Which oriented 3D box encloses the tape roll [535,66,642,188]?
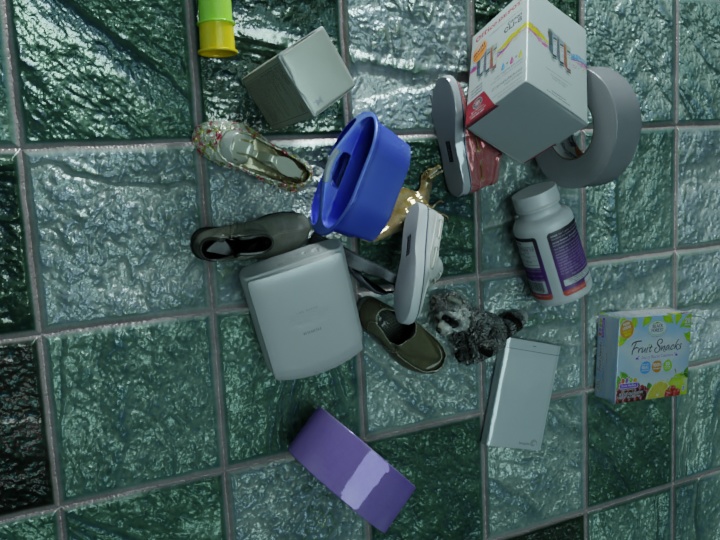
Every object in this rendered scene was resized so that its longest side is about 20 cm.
[{"bbox_3d":[0.385,-0.247,1.258,0.065,0.199,0.206,-9,100,-29],"label":"tape roll"}]

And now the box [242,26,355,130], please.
[{"bbox_3d":[-0.093,-0.268,1.036,0.077,0.199,0.096,-37,109,-16],"label":"box"}]

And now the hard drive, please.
[{"bbox_3d":[0.303,0.232,1.369,0.129,0.027,0.205,10,92,-25],"label":"hard drive"}]

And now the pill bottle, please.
[{"bbox_3d":[0.340,-0.050,1.309,0.110,0.111,0.204,-26,106,-19],"label":"pill bottle"}]

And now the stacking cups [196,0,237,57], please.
[{"bbox_3d":[-0.208,-0.416,1.043,0.059,0.060,0.206,-3,97,-24],"label":"stacking cups"}]

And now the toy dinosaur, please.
[{"bbox_3d":[0.083,-0.087,1.228,0.101,0.058,0.200,45,70,-7],"label":"toy dinosaur"}]

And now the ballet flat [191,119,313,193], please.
[{"bbox_3d":[-0.154,-0.175,1.093,0.196,0.064,0.077,18,89,-25],"label":"ballet flat"}]

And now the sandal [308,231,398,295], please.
[{"bbox_3d":[0.000,0.000,1.183,0.197,0.076,0.044,27,92,-14],"label":"sandal"}]

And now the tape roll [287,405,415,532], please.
[{"bbox_3d":[-0.014,0.309,1.135,0.200,0.199,0.086,43,78,-22],"label":"tape roll"}]

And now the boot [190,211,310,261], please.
[{"bbox_3d":[-0.149,-0.041,1.073,0.196,0.130,0.070,-12,101,-23],"label":"boot"}]

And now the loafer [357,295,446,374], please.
[{"bbox_3d":[0.075,0.118,1.227,0.198,0.069,0.076,34,82,-24],"label":"loafer"}]

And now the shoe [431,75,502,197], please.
[{"bbox_3d":[0.184,-0.235,1.244,0.089,0.071,0.205,-18,106,-26],"label":"shoe"}]

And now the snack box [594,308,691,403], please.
[{"bbox_3d":[0.569,0.168,1.463,0.195,0.067,0.173,-1,96,-26],"label":"snack box"}]

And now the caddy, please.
[{"bbox_3d":[-0.010,-0.142,1.122,0.104,0.141,0.204,24,85,-29],"label":"caddy"}]

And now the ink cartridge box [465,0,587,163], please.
[{"bbox_3d":[0.273,-0.317,1.194,0.142,0.145,0.204,24,58,-26],"label":"ink cartridge box"}]

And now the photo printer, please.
[{"bbox_3d":[-0.085,0.070,1.123,0.163,0.070,0.204,-17,117,-10],"label":"photo printer"}]

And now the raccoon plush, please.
[{"bbox_3d":[0.204,0.076,1.296,0.199,0.096,0.136,-31,96,-49],"label":"raccoon plush"}]

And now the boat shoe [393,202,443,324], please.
[{"bbox_3d":[0.098,-0.007,1.149,0.064,0.072,0.204,18,60,-20],"label":"boat shoe"}]
